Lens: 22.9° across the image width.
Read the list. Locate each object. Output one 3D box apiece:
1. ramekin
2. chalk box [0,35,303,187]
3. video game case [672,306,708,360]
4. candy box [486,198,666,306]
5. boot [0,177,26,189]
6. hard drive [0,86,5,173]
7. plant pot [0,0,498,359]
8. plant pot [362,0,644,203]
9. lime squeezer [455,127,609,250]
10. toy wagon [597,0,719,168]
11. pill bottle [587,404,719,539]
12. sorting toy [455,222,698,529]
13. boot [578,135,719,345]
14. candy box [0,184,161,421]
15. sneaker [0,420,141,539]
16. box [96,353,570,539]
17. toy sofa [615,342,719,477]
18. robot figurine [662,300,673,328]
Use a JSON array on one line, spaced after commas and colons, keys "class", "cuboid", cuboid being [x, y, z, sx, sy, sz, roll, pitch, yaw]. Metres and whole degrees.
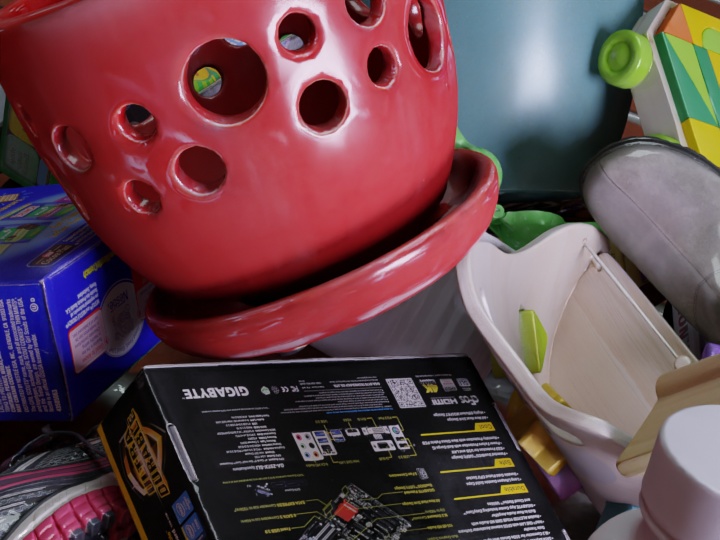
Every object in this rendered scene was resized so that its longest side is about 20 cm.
[{"class": "ramekin", "cuboid": [0.000, 0.000, 1.000, 0.199, 0.098, 0.200, 28, -1, 0]}, {"class": "chalk box", "cuboid": [-0.134, -0.100, 1.068, 0.123, 0.125, 0.200, 31, 38, 17]}, {"class": "video game case", "cuboid": [0.263, 0.042, 1.043, 0.199, 0.023, 0.183, 26, 45, -22]}, {"class": "candy box", "cuboid": [0.118, -0.014, 1.133, 0.199, 0.057, 0.116, 4, 20, 42]}, {"class": "boot", "cuboid": [-0.129, -0.034, 1.146, 0.138, 0.078, 0.200, 24, 38, 17]}, {"class": "hard drive", "cuboid": [-0.289, -0.111, 1.182, 0.139, 0.033, 0.200, -39, 42, -17]}, {"class": "plant pot", "cuboid": [-0.048, -0.070, 0.804, 0.199, 0.184, 0.201, -20, 17, 6]}, {"class": "plant pot", "cuboid": [0.079, -0.123, 1.089, 0.199, 0.162, 0.201, -1, -2, 0]}, {"class": "lime squeezer", "cuboid": [0.085, -0.053, 0.984, 0.199, 0.071, 0.038, 37, -8, -7]}, {"class": "toy wagon", "cuboid": [0.214, -0.059, 1.023, 0.154, 0.039, 0.201, 11, 56, -42]}, {"class": "pill bottle", "cuboid": [0.121, 0.156, 0.645, 0.111, 0.201, 0.112, 10, 23, -4]}, {"class": "sorting toy", "cuboid": [0.110, 0.059, 0.861, 0.200, 0.107, 0.180, 54, 9, 32]}, {"class": "boot", "cuboid": [0.194, 0.020, 0.904, 0.200, 0.068, 0.131, 42, 21, -9]}, {"class": "candy box", "cuboid": [-0.201, 0.013, 0.898, 0.198, 0.078, 0.169, -1, 19, 20]}, {"class": "sneaker", "cuboid": [-0.113, 0.096, 0.815, 0.074, 0.081, 0.200, 28, 27, 24]}, {"class": "box", "cuboid": [0.002, 0.115, 0.775, 0.199, 0.049, 0.160, 0, 53, -42]}, {"class": "toy sofa", "cuboid": [0.210, 0.120, 0.770, 0.083, 0.201, 0.098, -26, 13, 46]}, {"class": "robot figurine", "cuboid": [0.191, 0.064, 1.089, 0.144, 0.059, 0.200, 9, 22, -7]}]
